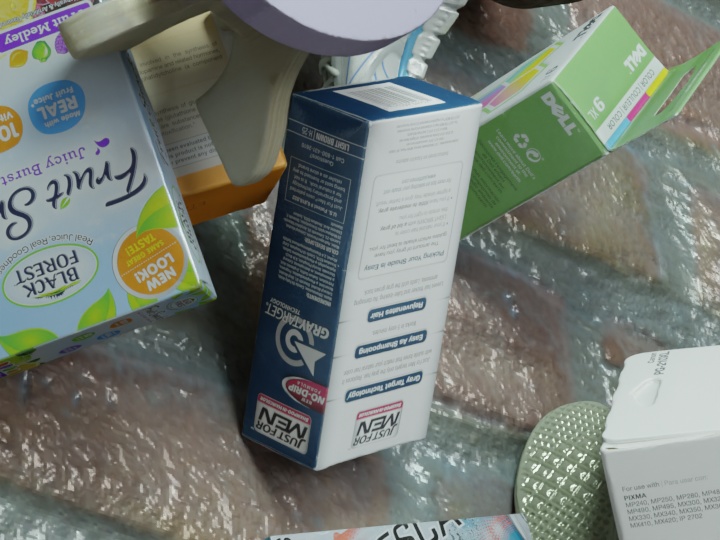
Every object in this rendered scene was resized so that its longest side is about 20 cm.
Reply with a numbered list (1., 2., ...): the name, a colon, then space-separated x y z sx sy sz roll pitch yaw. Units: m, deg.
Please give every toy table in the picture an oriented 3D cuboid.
1. toy table: -0.053 -0.148 1.426 0.200 0.117 0.184 1 66 -54

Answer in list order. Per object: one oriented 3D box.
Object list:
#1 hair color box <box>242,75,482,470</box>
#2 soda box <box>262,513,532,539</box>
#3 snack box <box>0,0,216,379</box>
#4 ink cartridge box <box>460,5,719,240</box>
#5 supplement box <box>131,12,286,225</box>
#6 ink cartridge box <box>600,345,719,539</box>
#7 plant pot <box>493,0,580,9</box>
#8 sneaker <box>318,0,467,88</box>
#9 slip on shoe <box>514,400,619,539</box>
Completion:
1. hair color box: 0.000 0.000 1.552 0.100 0.061 0.200 -12 117 -48
2. soda box: 0.010 0.176 1.535 0.200 0.068 0.064 -1 68 -45
3. snack box: -0.172 -0.057 1.434 0.053 0.142 0.200 49 21 -78
4. ink cartridge box: 0.118 -0.096 1.707 0.059 0.200 0.104 52 40 -9
5. supplement box: -0.136 -0.118 1.521 0.126 0.074 0.200 -18 79 -16
6. ink cartridge box: 0.206 0.159 1.654 0.145 0.084 0.200 -59 138 -67
7. plant pot: 0.050 -0.252 1.762 0.173 0.200 0.200 -13 76 -31
8. sneaker: -0.003 -0.130 1.665 0.087 0.075 0.200 24 85 -20
9. slip on shoe: 0.133 0.167 1.682 0.061 0.074 0.200 66 16 -53
